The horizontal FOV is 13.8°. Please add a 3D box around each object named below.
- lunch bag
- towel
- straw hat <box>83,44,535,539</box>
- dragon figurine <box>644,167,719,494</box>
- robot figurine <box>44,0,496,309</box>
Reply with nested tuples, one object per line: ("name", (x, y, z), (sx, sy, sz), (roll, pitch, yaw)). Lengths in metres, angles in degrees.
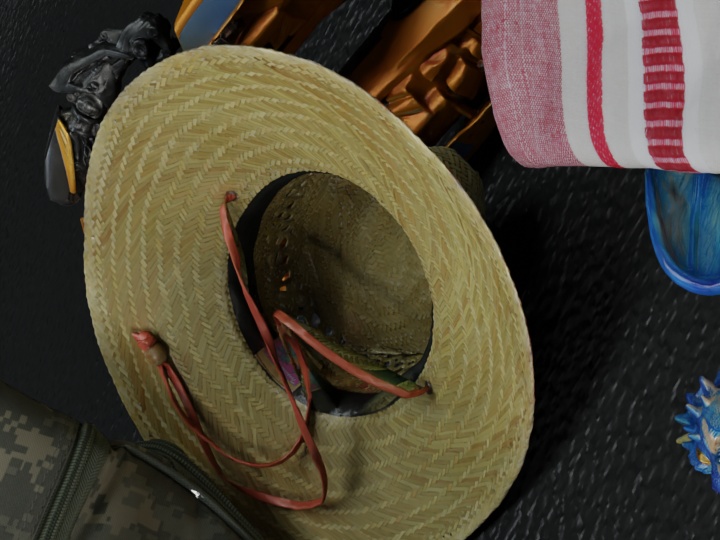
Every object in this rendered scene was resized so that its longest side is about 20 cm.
("lunch bag", (-0.119, 0.140, 1.057), (0.200, 0.167, 0.140), (-45, 20, 56))
("towel", (0.077, -0.096, 0.767), (0.200, 0.023, 0.145), (7, 108, 66))
("straw hat", (0.000, 0.000, 1.014), (0.085, 0.201, 0.201), (-34, -9, -44))
("dragon figurine", (0.115, -0.020, 0.805), (0.100, 0.059, 0.201), (-56, 26, 32))
("robot figurine", (-0.024, -0.061, 1.065), (0.200, 0.145, 0.058), (-49, 23, 23))
